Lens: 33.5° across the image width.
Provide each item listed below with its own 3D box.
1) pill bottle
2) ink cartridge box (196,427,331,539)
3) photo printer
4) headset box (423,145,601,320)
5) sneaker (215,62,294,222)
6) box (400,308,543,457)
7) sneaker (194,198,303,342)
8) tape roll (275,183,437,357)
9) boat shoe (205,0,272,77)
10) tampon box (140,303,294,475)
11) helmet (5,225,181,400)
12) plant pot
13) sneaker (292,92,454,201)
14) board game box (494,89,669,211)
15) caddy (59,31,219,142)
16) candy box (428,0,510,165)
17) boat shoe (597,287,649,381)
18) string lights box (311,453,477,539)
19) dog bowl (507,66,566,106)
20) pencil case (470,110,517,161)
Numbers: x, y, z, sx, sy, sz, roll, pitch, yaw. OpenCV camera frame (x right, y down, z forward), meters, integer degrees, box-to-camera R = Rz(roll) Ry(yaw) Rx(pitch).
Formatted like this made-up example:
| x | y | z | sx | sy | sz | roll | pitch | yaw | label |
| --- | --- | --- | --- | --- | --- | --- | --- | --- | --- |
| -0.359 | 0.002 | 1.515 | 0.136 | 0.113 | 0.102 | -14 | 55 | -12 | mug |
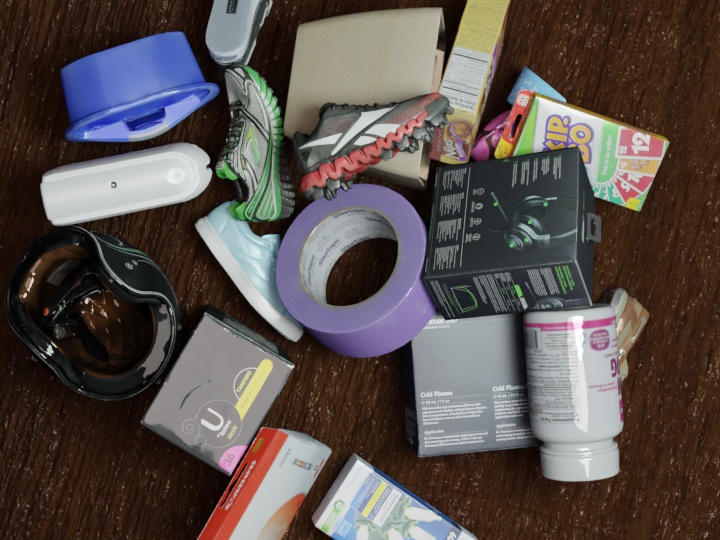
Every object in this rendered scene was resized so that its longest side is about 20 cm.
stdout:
| x | y | z | sx | sy | sz | roll | pitch | yaw | label |
| --- | --- | --- | --- | --- | --- | --- | --- | --- | --- |
| 0.259 | 0.145 | 1.447 | 0.112 | 0.113 | 0.203 | -5 | 92 | -6 | pill bottle |
| -0.114 | 0.275 | 1.473 | 0.050 | 0.200 | 0.163 | 30 | 88 | 14 | ink cartridge box |
| -0.281 | -0.109 | 1.466 | 0.197 | 0.166 | 0.070 | -12 | 99 | -6 | photo printer |
| 0.188 | -0.045 | 1.437 | 0.198 | 0.093 | 0.176 | -8 | 52 | 20 | headset box |
| -0.139 | -0.155 | 1.478 | 0.084 | 0.078 | 0.203 | -15 | 103 | -23 | sneaker |
| 0.156 | 0.133 | 1.544 | 0.197 | 0.104 | 0.185 | -4 | 92 | -6 | box |
| -0.123 | -0.004 | 1.529 | 0.082 | 0.074 | 0.201 | -38 | 94 | 1 | sneaker |
| 0.000 | 0.000 | 1.484 | 0.198 | 0.085 | 0.202 | -10 | 63 | 19 | tape roll |
| -0.148 | -0.339 | 1.524 | 0.073 | 0.068 | 0.202 | 4 | 66 | 5 | boat shoe |
| -0.172 | 0.140 | 1.463 | 0.125 | 0.200 | 0.151 | 31 | 88 | -5 | tampon box |
| -0.313 | 0.055 | 1.452 | 0.200 | 0.200 | 0.191 | -49 | 138 | -3 | helmet |
| 0.006 | -0.217 | 1.487 | 0.175 | 0.200 | 0.202 | 8 | 90 | 5 | plant pot |
| 0.006 | -0.161 | 1.358 | 0.199 | 0.071 | 0.099 | -27 | 83 | 15 | sneaker |
| 0.273 | -0.150 | 1.484 | 0.198 | 0.030 | 0.096 | 18 | 110 | -6 | board game box |
| -0.275 | -0.214 | 1.478 | 0.198 | 0.141 | 0.106 | -19 | 90 | -4 | caddy |
| 0.137 | -0.245 | 1.490 | 0.056 | 0.117 | 0.202 | 16 | 63 | 7 | candy box |
| 0.320 | 0.124 | 1.577 | 0.071 | 0.076 | 0.202 | 27 | 90 | -7 | boat shoe |
| 0.046 | 0.339 | 1.558 | 0.199 | 0.059 | 0.103 | 34 | 86 | -5 | string lights box |
| 0.272 | -0.181 | 1.552 | 0.199 | 0.112 | 0.050 | 40 | 100 | -5 | dog bowl |
| 0.225 | -0.109 | 1.551 | 0.091 | 0.094 | 0.200 | -44 | 97 | -21 | pencil case |
